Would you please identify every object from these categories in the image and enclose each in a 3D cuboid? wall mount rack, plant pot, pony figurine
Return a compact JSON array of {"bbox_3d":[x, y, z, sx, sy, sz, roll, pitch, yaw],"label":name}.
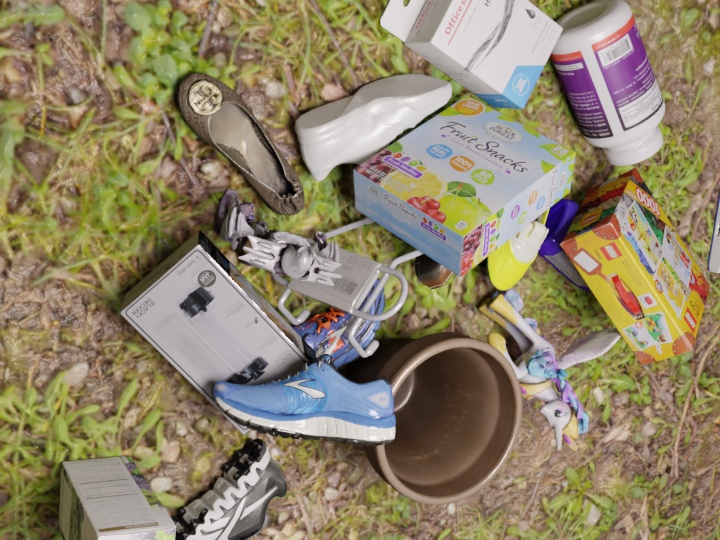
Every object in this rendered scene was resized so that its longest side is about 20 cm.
[{"bbox_3d":[0.000,0.000,1.092,0.174,0.200,0.075,-56,139,-15],"label":"wall mount rack"},{"bbox_3d":[0.068,0.157,1.156,0.199,0.174,0.201,-6,104,-26],"label":"plant pot"},{"bbox_3d":[0.231,0.117,1.240,0.200,0.167,0.193,44,41,0],"label":"pony figurine"}]

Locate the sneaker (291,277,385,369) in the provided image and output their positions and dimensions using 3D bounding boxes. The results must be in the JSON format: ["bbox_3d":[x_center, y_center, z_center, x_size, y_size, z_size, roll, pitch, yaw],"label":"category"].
[{"bbox_3d":[-0.044,0.082,1.140,0.078,0.075,0.200,42,79,-24],"label":"sneaker"}]

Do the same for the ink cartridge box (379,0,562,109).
[{"bbox_3d":[0.135,-0.293,1.153,0.200,0.067,0.116,27,89,-30],"label":"ink cartridge box"}]

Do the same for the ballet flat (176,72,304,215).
[{"bbox_3d":[-0.126,-0.137,1.061,0.067,0.046,0.200,-45,118,-13],"label":"ballet flat"}]

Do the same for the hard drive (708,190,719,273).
[{"bbox_3d":[0.631,-0.062,1.494,0.199,0.025,0.133,0,101,-28],"label":"hard drive"}]

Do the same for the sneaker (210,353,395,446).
[{"bbox_3d":[-0.059,0.134,1.024,0.199,0.079,0.090,6,74,1],"label":"sneaker"}]

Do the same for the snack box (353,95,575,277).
[{"bbox_3d":[0.119,-0.103,1.099,0.200,0.168,0.068,-36,144,-31],"label":"snack box"}]

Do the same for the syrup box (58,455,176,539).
[{"bbox_3d":[-0.257,0.266,0.993,0.081,0.200,0.079,0,100,-28],"label":"syrup box"}]

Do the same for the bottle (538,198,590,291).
[{"bbox_3d":[0.316,-0.016,1.312,0.200,0.065,0.084,37,75,-29],"label":"bottle"}]

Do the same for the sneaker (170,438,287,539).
[{"bbox_3d":[-0.161,0.299,1.128,0.200,0.066,0.091,-45,115,-15],"label":"sneaker"}]

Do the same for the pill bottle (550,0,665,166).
[{"bbox_3d":[0.323,-0.240,1.240,0.112,0.112,0.200,-37,116,-16],"label":"pill bottle"}]

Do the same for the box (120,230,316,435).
[{"bbox_3d":[-0.152,0.070,1.053,0.117,0.060,0.200,-41,109,5],"label":"box"}]

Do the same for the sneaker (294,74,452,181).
[{"bbox_3d":[0.019,-0.167,1.128,0.199,0.075,0.089,-23,124,-16],"label":"sneaker"}]

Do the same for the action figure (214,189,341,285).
[{"bbox_3d":[-0.094,-0.031,1.012,0.130,0.200,0.070,30,86,-30],"label":"action figure"}]

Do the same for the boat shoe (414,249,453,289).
[{"bbox_3d":[0.136,-0.056,1.173,0.074,0.076,0.200,43,60,-23],"label":"boat shoe"}]

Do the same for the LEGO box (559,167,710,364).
[{"bbox_3d":[0.358,-0.006,1.234,0.200,0.077,0.149,53,41,-14],"label":"LEGO box"}]

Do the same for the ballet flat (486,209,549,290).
[{"bbox_3d":[0.215,-0.072,1.223,0.067,0.067,0.201,26,76,-30],"label":"ballet flat"}]

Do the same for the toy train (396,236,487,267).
[{"bbox_3d":[0.124,-0.039,1.223,0.199,0.034,0.046,16,90,-30],"label":"toy train"}]
